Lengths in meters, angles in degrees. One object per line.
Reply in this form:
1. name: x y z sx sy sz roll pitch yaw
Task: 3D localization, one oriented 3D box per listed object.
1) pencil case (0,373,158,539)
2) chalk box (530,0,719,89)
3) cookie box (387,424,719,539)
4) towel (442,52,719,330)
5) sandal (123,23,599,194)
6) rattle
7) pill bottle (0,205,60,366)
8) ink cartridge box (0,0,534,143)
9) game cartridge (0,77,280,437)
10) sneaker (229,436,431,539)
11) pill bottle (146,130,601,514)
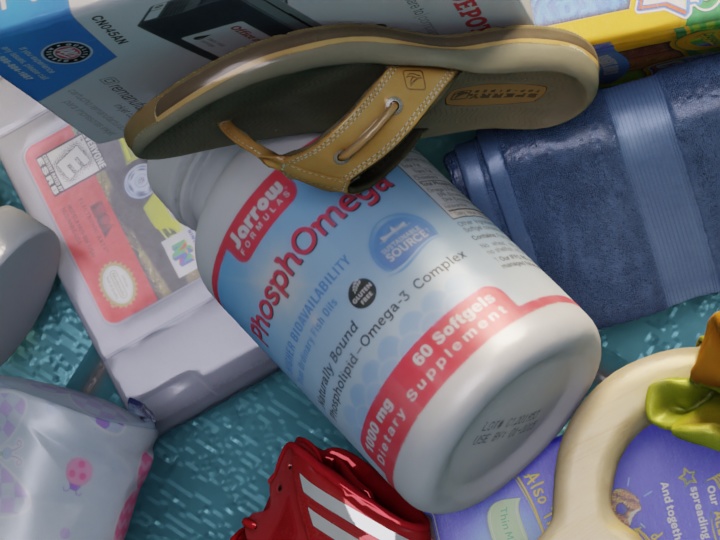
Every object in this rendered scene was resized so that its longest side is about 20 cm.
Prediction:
1. pencil case: -0.155 0.145 0.911 0.083 0.090 0.202 18 85 -31
2. chalk box: 0.113 -0.146 0.930 0.198 0.124 0.125 -10 82 7
3. cookie box: 0.129 0.153 0.918 0.198 0.075 0.173 -14 80 6
4. towel: 0.143 -0.040 0.930 0.198 0.049 0.112 -16 121 8
5. sandal: 0.007 -0.059 0.830 0.198 0.080 0.054 -4 71 -20
6. rattle: 0.117 0.116 0.820 0.200 0.143 0.130 -42 96 -7
7. pill bottle: -0.242 -0.032 0.963 0.199 0.112 0.113 30 88 13
8. ink cartridge box: -0.044 -0.128 0.815 0.198 0.145 0.085 -14 75 12
9. game cartridge: -0.089 -0.039 0.989 0.132 0.041 0.201 -29 81 -1
10. sneaker: -0.046 0.132 0.924 0.199 0.078 0.117 0 83 29
11. pill bottle: 0.000 0.000 0.890 0.109 0.109 0.200 -46 65 0
